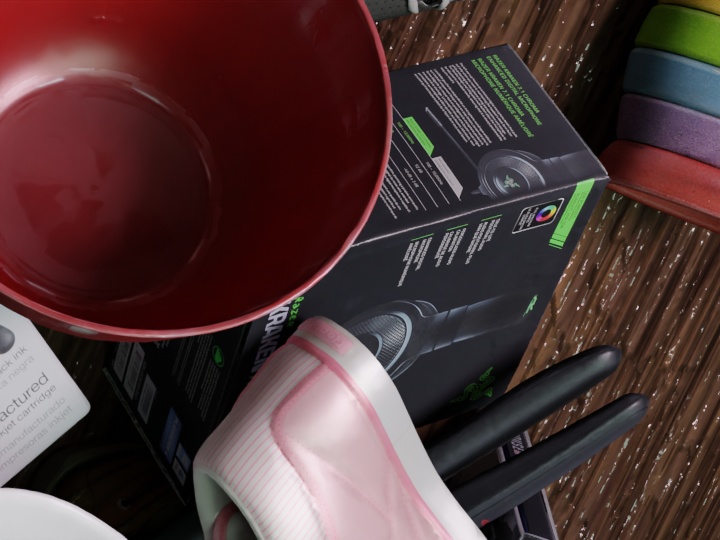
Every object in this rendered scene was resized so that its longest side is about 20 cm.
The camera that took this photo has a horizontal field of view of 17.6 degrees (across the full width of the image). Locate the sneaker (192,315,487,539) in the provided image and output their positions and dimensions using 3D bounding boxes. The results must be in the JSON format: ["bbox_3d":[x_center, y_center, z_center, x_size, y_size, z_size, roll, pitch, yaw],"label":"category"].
[{"bbox_3d":[-0.008,0.122,1.018,0.105,0.075,0.201,-45,129,-20],"label":"sneaker"}]

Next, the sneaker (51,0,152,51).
[{"bbox_3d":[-0.098,-0.121,1.008,0.091,0.078,0.200,-39,131,9],"label":"sneaker"}]

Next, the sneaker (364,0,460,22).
[{"bbox_3d":[0.066,-0.152,1.072,0.200,0.115,0.075,-26,128,-24],"label":"sneaker"}]

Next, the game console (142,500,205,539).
[{"bbox_3d":[-0.088,0.210,1.103,0.200,0.116,0.176,-37,101,-3],"label":"game console"}]

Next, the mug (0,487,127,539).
[{"bbox_3d":[-0.149,0.203,0.963,0.200,0.148,0.175,18,129,-40],"label":"mug"}]

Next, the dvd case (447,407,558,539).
[{"bbox_3d":[0.055,0.165,1.201,0.025,0.200,0.151,19,105,-7],"label":"dvd case"}]

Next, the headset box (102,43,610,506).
[{"bbox_3d":[0.000,0.000,1.086,0.199,0.093,0.174,-16,146,-31],"label":"headset box"}]

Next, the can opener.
[{"bbox_3d":[0.046,0.100,1.113,0.199,0.064,0.079,-24,176,4],"label":"can opener"}]

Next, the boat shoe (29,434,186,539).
[{"bbox_3d":[-0.062,0.110,1.154,0.199,0.068,0.072,-17,122,-31],"label":"boat shoe"}]

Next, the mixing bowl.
[{"bbox_3d":[-0.097,-0.052,0.914,0.200,0.201,0.108,-25,168,-25],"label":"mixing bowl"}]

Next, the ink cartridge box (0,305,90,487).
[{"bbox_3d":[-0.227,0.025,0.968,0.145,0.084,0.200,-40,132,-11],"label":"ink cartridge box"}]

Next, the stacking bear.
[{"bbox_3d":[0.204,-0.123,1.205,0.113,0.121,0.201,20,91,-6],"label":"stacking bear"}]
